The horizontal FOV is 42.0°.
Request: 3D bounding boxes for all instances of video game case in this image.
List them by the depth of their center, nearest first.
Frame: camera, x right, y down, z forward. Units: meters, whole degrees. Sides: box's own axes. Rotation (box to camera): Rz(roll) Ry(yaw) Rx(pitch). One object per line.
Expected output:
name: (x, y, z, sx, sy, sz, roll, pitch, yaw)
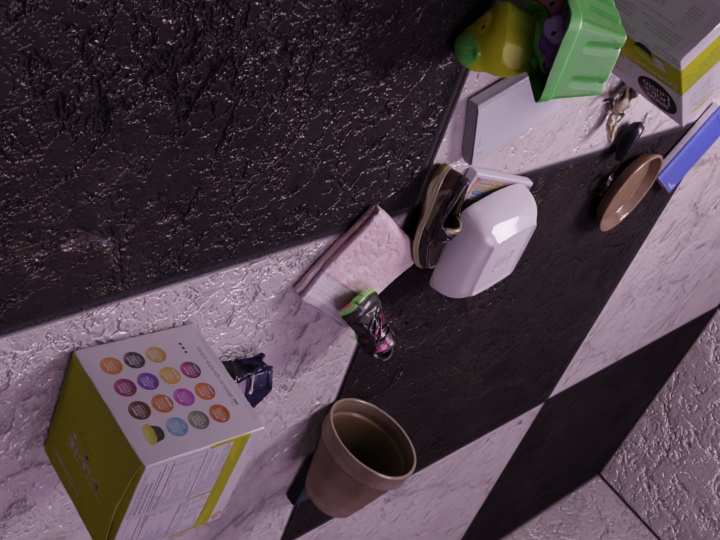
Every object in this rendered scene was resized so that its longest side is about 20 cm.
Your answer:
video game case: (0.203, -0.095, 1.662, 0.198, 0.024, 0.183, 1, 128, -52)

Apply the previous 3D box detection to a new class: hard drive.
hard drive: (0.248, -0.263, 1.493, 0.199, 0.026, 0.133, -33, 150, -21)
hard drive: (-0.054, 0.418, 2.002, 0.198, 0.033, 0.141, -11, 138, -44)
hard drive: (0.746, -0.274, 2.118, 0.201, 0.025, 0.131, -50, 151, 11)

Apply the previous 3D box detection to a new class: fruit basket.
fruit basket: (0.232, -0.327, 1.263, 0.213, 0.216, 0.157, -22, 145, -34)

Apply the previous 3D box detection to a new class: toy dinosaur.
toy dinosaur: (0.484, -0.324, 1.697, 0.088, 0.047, 0.202, -25, 149, -58)

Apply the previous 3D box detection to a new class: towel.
towel: (0.000, 0.000, 1.518, 0.191, 0.032, 0.200, -46, 152, 3)

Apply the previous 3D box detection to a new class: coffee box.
coffee box: (-0.286, 0.229, 1.277, 0.196, 0.200, 0.202, -11, 140, -44)
coffee box: (0.487, -0.387, 1.435, 0.200, 0.200, 0.198, -43, 152, 0)

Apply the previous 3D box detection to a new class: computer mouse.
computer mouse: (0.515, -0.225, 1.890, 0.059, 0.034, 0.201, -45, 163, -39)

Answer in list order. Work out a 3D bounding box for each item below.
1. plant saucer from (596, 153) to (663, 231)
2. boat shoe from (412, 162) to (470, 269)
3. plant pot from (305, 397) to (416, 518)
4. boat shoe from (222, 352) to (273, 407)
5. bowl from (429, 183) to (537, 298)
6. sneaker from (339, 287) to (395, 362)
plant saucer: (0.572, -0.171, 2.013, 0.199, 0.029, 0.201, -37, 154, -21)
boat shoe: (0.132, -0.076, 1.525, 0.073, 0.064, 0.202, -42, 150, -40)
plant pot: (-0.016, 0.383, 1.833, 0.198, 0.200, 0.175, -2, 133, -51)
boat shoe: (-0.191, 0.218, 1.513, 0.092, 0.075, 0.202, -14, 140, -30)
bowl: (0.227, -0.041, 1.646, 0.199, 0.075, 0.201, -27, 150, -41)
sneaker: (0.023, 0.093, 1.556, 0.077, 0.084, 0.200, -40, 154, -5)
